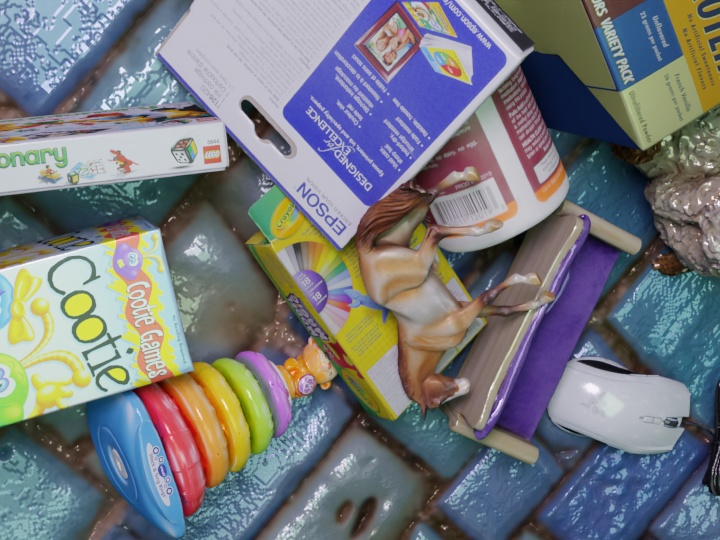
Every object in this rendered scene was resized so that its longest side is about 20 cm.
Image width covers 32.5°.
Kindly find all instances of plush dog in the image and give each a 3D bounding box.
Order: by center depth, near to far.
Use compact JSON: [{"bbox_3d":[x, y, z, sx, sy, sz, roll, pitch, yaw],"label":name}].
[{"bbox_3d":[0.272,-0.089,0.992,0.199,0.160,0.173,-32,97,-38],"label":"plush dog"}]

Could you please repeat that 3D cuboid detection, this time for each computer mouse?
[{"bbox_3d":[0.252,0.128,1.065,0.198,0.044,0.111,13,99,-21],"label":"computer mouse"}]

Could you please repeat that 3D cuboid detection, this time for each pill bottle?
[{"bbox_3d":[0.066,-0.126,0.907,0.113,0.114,0.201,-30,109,-10],"label":"pill bottle"}]

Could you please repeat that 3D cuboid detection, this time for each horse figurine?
[{"bbox_3d":[0.053,0.008,0.880,0.132,0.050,0.200,-27,128,14],"label":"horse figurine"}]

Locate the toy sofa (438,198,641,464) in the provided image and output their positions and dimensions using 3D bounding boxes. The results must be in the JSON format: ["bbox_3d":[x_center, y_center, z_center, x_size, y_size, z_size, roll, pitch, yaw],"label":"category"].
[{"bbox_3d":[0.144,0.048,0.983,0.082,0.098,0.202,25,93,-21],"label":"toy sofa"}]

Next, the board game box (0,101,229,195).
[{"bbox_3d":[-0.197,-0.081,0.825,0.198,0.126,0.035,-8,105,-17],"label":"board game box"}]

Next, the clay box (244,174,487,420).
[{"bbox_3d":[0.000,0.000,0.938,0.115,0.047,0.201,-43,111,-22],"label":"clay box"}]

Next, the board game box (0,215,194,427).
[{"bbox_3d":[-0.228,0.039,0.850,0.198,0.103,0.106,-16,101,-15],"label":"board game box"}]

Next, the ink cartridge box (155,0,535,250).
[{"bbox_3d":[-0.015,-0.151,0.840,0.198,0.047,0.200,47,125,2],"label":"ink cartridge box"}]

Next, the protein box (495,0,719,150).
[{"bbox_3d":[0.209,-0.203,0.885,0.199,0.198,0.136,-31,110,-10],"label":"protein box"}]

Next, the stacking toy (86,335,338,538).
[{"bbox_3d":[-0.093,0.103,0.927,0.199,0.109,0.117,-24,108,-27],"label":"stacking toy"}]
